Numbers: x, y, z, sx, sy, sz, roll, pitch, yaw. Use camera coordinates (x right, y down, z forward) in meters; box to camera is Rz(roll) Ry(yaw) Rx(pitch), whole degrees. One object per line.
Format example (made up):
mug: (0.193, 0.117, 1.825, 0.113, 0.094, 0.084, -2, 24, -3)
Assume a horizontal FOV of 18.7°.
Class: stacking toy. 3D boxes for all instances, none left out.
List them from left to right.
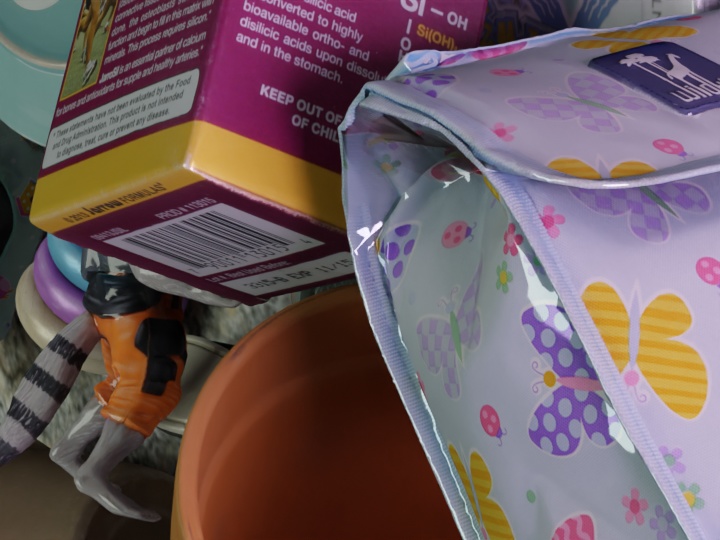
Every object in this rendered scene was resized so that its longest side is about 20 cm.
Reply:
stacking toy: (-0.101, -0.048, 1.055, 0.086, 0.085, 0.201, 53, 132, 36)

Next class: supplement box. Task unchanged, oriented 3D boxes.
supplement box: (-0.028, -0.102, 0.780, 0.131, 0.103, 0.202, -12, 62, 58)

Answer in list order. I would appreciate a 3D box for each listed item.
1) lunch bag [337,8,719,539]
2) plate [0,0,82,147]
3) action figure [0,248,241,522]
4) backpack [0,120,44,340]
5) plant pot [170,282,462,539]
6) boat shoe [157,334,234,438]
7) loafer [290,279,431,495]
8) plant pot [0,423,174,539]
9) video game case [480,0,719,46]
lunch bag: (0.101, 0.010, 0.651, 0.201, 0.168, 0.127, 66, 147, 23)
plate: (-0.109, -0.149, 0.911, 0.199, 0.026, 0.202, -4, 82, 31)
action figure: (-0.096, 0.005, 0.938, 0.200, 0.104, 0.195, 133, 150, -87)
backpack: (-0.275, -0.047, 1.249, 0.200, 0.153, 0.176, 49, 135, 26)
plant pot: (0.022, 0.123, 0.795, 0.201, 0.199, 0.141, 59, 150, 30)
boat shoe: (-0.028, 0.077, 0.996, 0.199, 0.057, 0.067, 21, 80, 50)
loafer: (0.000, 0.000, 0.924, 0.063, 0.071, 0.202, 69, -175, -74)
plant pot: (-0.162, 0.169, 1.129, 0.174, 0.200, 0.202, -14, 87, 39)
video game case: (0.064, -0.131, 0.811, 0.199, 0.022, 0.184, 16, 112, 56)
